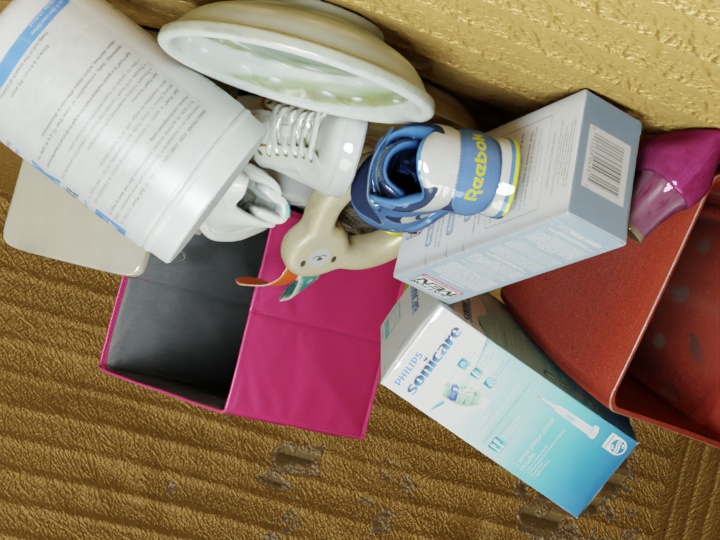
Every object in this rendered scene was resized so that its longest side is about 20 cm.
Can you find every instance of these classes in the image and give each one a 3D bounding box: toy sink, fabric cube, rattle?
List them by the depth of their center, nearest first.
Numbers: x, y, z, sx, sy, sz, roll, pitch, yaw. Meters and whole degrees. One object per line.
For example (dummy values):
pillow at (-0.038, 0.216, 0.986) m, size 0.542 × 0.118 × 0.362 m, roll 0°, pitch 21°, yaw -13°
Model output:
toy sink at (-0.196, -0.095, 1.477) m, size 0.130 × 0.201 × 0.112 m, roll 12°, pitch 174°, yaw 17°
rattle at (0.000, 0.000, 1.484) m, size 0.143 × 0.200 × 0.130 m, roll 57°, pitch -171°, yaw 22°
fabric cube at (-0.101, 0.037, 1.722) m, size 0.195 × 0.201 × 0.199 m, roll 13°, pitch 178°, yaw 44°

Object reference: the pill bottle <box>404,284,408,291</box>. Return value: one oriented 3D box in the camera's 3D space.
pill bottle at (0.019, -0.043, 1.910) m, size 0.199 × 0.113 × 0.112 m, roll 19°, pitch 173°, yaw -42°

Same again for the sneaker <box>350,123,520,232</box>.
sneaker at (0.036, -0.072, 1.285) m, size 0.082 × 0.075 × 0.200 m, roll 8°, pitch 172°, yaw -27°

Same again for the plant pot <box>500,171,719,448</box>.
plant pot at (0.239, 0.009, 1.471) m, size 0.199 × 0.201 × 0.176 m, roll 21°, pitch -174°, yaw -45°

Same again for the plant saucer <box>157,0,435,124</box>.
plant saucer at (-0.039, -0.154, 1.226) m, size 0.199 × 0.051 × 0.200 m, roll 16°, pitch 175°, yaw 1°

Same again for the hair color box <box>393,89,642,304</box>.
hair color box at (0.113, -0.050, 1.300) m, size 0.060 × 0.100 × 0.200 m, roll 25°, pitch 153°, yaw -29°

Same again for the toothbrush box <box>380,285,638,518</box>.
toothbrush box at (0.118, 0.092, 1.452) m, size 0.199 × 0.085 × 0.147 m, roll 35°, pitch -166°, yaw -10°

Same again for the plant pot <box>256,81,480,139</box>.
plant pot at (0.005, -0.137, 1.413) m, size 0.199 × 0.028 × 0.200 m, roll 14°, pitch 175°, yaw 1°

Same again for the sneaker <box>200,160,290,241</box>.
sneaker at (-0.092, -0.057, 1.464) m, size 0.088 × 0.076 × 0.200 m, roll 15°, pitch 179°, yaw 18°

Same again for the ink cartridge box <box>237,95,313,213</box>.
ink cartridge box at (-0.054, -0.098, 1.672) m, size 0.199 × 0.084 × 0.145 m, roll 17°, pitch 176°, yaw -36°

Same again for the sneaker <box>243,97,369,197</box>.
sneaker at (-0.052, -0.101, 1.400) m, size 0.084 × 0.073 × 0.200 m, roll 14°, pitch 177°, yaw -17°

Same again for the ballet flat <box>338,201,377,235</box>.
ballet flat at (0.066, -0.031, 1.604) m, size 0.198 × 0.047 × 0.067 m, roll 4°, pitch 157°, yaw -8°

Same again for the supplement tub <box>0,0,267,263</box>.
supplement tub at (-0.183, -0.114, 1.300) m, size 0.200 × 0.132 × 0.132 m, roll 38°, pitch 174°, yaw -2°

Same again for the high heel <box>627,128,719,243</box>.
high heel at (0.214, -0.077, 1.330) m, size 0.067 × 0.096 × 0.200 m, roll 45°, pitch -177°, yaw -18°

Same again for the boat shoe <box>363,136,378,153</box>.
boat shoe at (0.022, -0.096, 1.583) m, size 0.071 × 0.065 × 0.199 m, roll 9°, pitch 172°, yaw 45°
